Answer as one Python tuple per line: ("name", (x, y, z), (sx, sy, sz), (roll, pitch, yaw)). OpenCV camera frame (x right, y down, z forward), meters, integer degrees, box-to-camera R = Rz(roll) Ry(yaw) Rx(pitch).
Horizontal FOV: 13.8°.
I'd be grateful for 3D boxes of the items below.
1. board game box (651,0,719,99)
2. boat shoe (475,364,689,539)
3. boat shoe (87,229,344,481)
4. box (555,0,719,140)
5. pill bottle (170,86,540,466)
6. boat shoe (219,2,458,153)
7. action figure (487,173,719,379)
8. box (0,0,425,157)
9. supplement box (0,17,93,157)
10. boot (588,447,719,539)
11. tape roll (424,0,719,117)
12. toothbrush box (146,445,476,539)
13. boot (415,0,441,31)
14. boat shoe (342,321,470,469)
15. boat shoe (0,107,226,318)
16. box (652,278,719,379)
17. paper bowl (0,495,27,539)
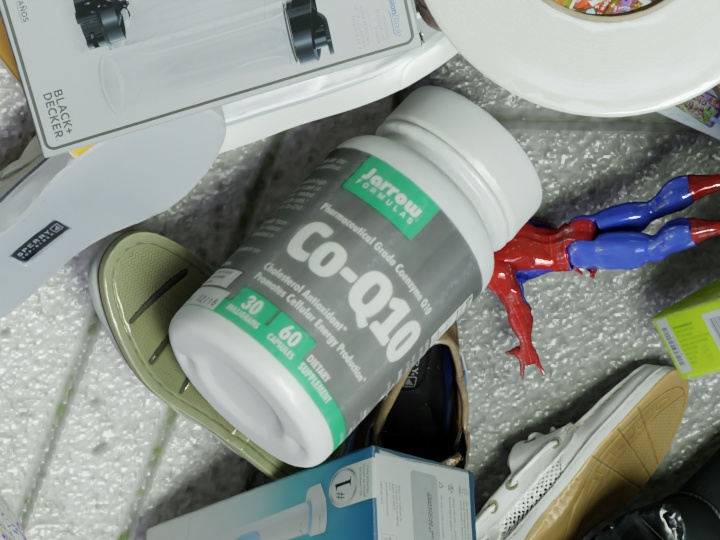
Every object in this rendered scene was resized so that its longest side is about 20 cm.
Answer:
("board game box", (0.241, -0.113, 1.594), (0.097, 0.160, 0.200), (-36, 121, 5))
("boat shoe", (0.116, 0.125, 1.794), (0.200, 0.069, 0.071), (-47, 141, -11))
("boat shoe", (-0.093, 0.050, 1.685), (0.075, 0.068, 0.200), (-47, 122, -13))
("box", (0.176, -0.161, 1.666), (0.200, 0.039, 0.137), (22, 111, -26))
("pill bottle", (0.000, 0.000, 1.619), (0.200, 0.113, 0.113), (-47, 125, -20))
("boat shoe", (-0.028, -0.129, 1.613), (0.200, 0.072, 0.069), (-19, 125, 6))
("action figure", (0.143, 0.000, 1.720), (0.199, 0.065, 0.099), (-8, 137, 15))
("box", (-0.079, -0.143, 1.460), (0.199, 0.060, 0.117), (-18, 121, -5))
("supplement box", (-0.102, -0.171, 1.538), (0.200, 0.109, 0.110), (-32, 122, 4))
("boot", (0.203, 0.149, 1.784), (0.198, 0.073, 0.162), (-51, 160, 19))
("tape roll", (0.120, -0.176, 1.455), (0.202, 0.037, 0.203), (0, 97, 1))
("toothbrush box", (-0.030, 0.199, 1.688), (0.085, 0.147, 0.200), (18, 149, -41))
("boot", (0.076, -0.227, 1.568), (0.200, 0.070, 0.146), (-52, 157, -30))
("boat shoe", (0.028, 0.106, 1.754), (0.072, 0.072, 0.200), (-9, 121, -12))
("boat shoe", (-0.159, -0.050, 1.605), (0.200, 0.070, 0.071), (-37, 137, 22))
("box", (0.279, -0.005, 1.715), (0.200, 0.122, 0.048), (-28, 91, -18))
("paper bowl", (-0.284, 0.189, 1.692), (0.200, 0.104, 0.201), (-7, 120, -13))
